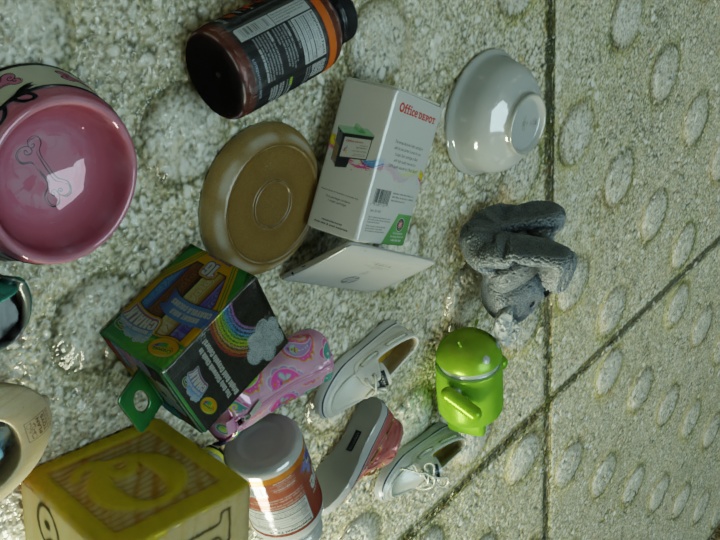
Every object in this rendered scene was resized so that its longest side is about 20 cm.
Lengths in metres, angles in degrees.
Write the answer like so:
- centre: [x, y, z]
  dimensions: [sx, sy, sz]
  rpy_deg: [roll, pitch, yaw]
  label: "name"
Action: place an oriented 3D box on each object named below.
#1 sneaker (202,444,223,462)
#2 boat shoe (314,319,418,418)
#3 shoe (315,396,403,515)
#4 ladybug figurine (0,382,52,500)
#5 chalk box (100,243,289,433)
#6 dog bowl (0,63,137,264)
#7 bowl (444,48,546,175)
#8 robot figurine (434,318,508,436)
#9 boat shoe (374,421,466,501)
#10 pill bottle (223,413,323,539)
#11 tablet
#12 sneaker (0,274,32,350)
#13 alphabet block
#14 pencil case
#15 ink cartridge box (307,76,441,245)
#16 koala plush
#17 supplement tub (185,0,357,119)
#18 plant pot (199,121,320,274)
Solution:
- centre: [-0.207, 0.323, 1.250]
  dimensions: [0.076, 0.075, 0.202]
  rpy_deg: [-52, 159, -60]
  label: "sneaker"
- centre: [0.014, 0.156, 1.429]
  dimensions: [0.200, 0.069, 0.071]
  rpy_deg: [-40, 135, -30]
  label: "boat shoe"
- centre: [-0.002, 0.304, 1.482]
  dimensions: [0.201, 0.071, 0.091]
  rpy_deg: [-59, 136, -17]
  label: "shoe"
- centre: [-0.404, 0.181, 0.946]
  dimensions: [0.199, 0.072, 0.137]
  rpy_deg: [-31, 129, -36]
  label: "ladybug figurine"
- centre: [-0.205, 0.093, 1.098]
  dimensions: [0.200, 0.123, 0.125]
  rpy_deg: [-46, 138, -23]
  label: "chalk box"
- centre: [-0.307, -0.095, 0.923]
  dimensions: [0.199, 0.073, 0.202]
  rpy_deg: [-26, 126, -41]
  label: "dog bowl"
- centre: [0.226, -0.236, 1.470]
  dimensions: [0.200, 0.090, 0.203]
  rpy_deg: [-25, 126, -40]
  label: "bowl"
- centre: [0.186, 0.185, 1.609]
  dimensions: [0.176, 0.115, 0.202]
  rpy_deg: [-46, 139, -49]
  label: "robot figurine"
- centre: [0.115, 0.342, 1.627]
  dimensions: [0.201, 0.086, 0.075]
  rpy_deg: [-29, 129, -38]
  label: "boat shoe"
- centre: [-0.114, 0.305, 1.319]
  dimensions: [0.112, 0.112, 0.201]
  rpy_deg: [-40, 135, -30]
  label: "pill bottle"
- centre: [0.000, 0.000, 1.307]
  dimensions: [0.199, 0.129, 0.014]
  rpy_deg: [11, 61, -51]
  label: "tablet"
- centre: [-0.374, 0.011, 0.857]
  dimensions: [0.084, 0.120, 0.200]
  rpy_deg: [-55, 140, -14]
  label: "sneaker"
- centre: [-0.259, 0.324, 1.094]
  dimensions: [0.195, 0.194, 0.202]
  rpy_deg: [-20, 124, -45]
  label: "alphabet block"
- centre: [-0.124, 0.152, 1.254]
  dimensions: [0.199, 0.087, 0.088]
  rpy_deg: [-28, 128, -40]
  label: "pencil case"
- centre: [0.021, -0.142, 1.259]
  dimensions: [0.144, 0.083, 0.202]
  rpy_deg: [2, 106, -62]
  label: "ink cartridge box"
- centre: [0.249, 0.008, 1.568]
  dimensions: [0.178, 0.181, 0.202]
  rpy_deg: [-87, 178, -50]
  label: "koala plush"
- centre: [-0.094, -0.258, 1.069]
  dimensions: [0.199, 0.106, 0.108]
  rpy_deg: [-37, 133, -33]
  label: "supplement tub"
- centre: [-0.117, -0.086, 1.190]
  dimensions: [0.199, 0.027, 0.202]
  rpy_deg: [-24, 125, -41]
  label: "plant pot"
